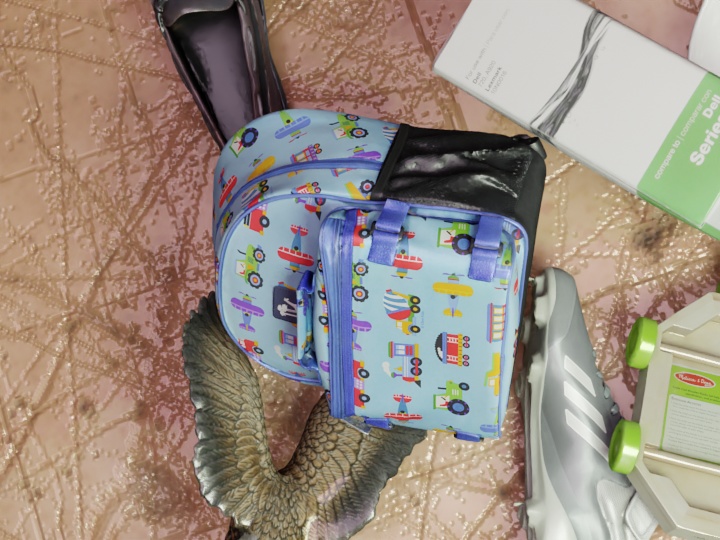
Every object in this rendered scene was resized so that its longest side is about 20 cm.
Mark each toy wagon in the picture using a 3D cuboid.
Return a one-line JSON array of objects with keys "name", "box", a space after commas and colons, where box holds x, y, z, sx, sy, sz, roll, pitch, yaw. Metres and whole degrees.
[{"name": "toy wagon", "box": [0.240, 0.074, 1.115, 0.155, 0.040, 0.201, 15, 68, -5]}]

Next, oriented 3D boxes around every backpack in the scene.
[{"name": "backpack", "box": [0.000, 0.000, 1.061, 0.199, 0.135, 0.183, 10, 129, 6]}]

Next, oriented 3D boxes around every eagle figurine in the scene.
[{"name": "eagle figurine", "box": [-0.052, 0.124, 1.135, 0.151, 0.152, 0.201, 16, 91, 32]}]

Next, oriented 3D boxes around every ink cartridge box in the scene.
[{"name": "ink cartridge box", "box": [0.163, -0.098, 1.093, 0.200, 0.146, 0.084, 34, 98, 24]}]

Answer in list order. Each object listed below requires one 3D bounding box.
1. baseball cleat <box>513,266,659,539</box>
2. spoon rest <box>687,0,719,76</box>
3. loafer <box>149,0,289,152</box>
[{"name": "baseball cleat", "box": [0.148, 0.099, 1.141, 0.106, 0.070, 0.201, 3, 85, -6]}, {"name": "spoon rest", "box": [0.259, -0.185, 1.153, 0.099, 0.061, 0.201, -2, 82, 10]}, {"name": "loafer", "box": [-0.097, -0.159, 1.189, 0.072, 0.063, 0.201, -21, 94, 10]}]
